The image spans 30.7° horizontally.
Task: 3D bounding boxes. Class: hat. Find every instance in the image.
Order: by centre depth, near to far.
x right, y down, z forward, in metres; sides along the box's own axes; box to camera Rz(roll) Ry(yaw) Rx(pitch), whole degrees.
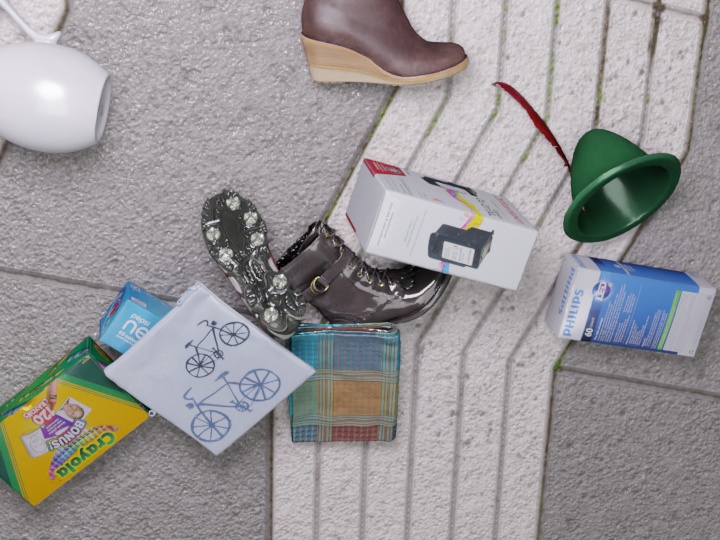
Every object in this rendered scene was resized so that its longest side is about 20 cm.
[{"bbox_3d":[0.291,-0.158,1.663,0.166,0.176,0.200,-27,152,-1],"label":"hat"}]

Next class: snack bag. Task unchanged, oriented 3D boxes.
[{"bbox_3d":[-0.189,0.124,1.610,0.200,0.021,0.189,39,113,-24],"label":"snack bag"}]

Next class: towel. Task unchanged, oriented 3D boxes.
[{"bbox_3d":[-0.022,0.149,1.695,0.147,0.022,0.200,0,127,-1],"label":"towel"}]

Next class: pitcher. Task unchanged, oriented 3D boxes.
[{"bbox_3d":[-0.381,-0.226,1.467,0.200,0.121,0.172,12,95,-3],"label":"pitcher"}]

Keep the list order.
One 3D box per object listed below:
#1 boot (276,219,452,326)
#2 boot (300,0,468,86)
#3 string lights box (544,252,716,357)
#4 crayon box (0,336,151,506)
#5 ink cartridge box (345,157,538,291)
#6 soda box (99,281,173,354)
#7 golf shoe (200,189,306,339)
[{"bbox_3d":[0.000,0.000,1.647,0.200,0.069,0.174,-39,114,9],"label":"boot"},{"bbox_3d":[0.029,-0.303,1.524,0.200,0.072,0.166,-3,115,-5],"label":"boot"},{"bbox_3d":[0.357,0.046,1.736,0.200,0.059,0.103,9,110,-14],"label":"string lights box"},{"bbox_3d":[-0.380,0.192,1.662,0.200,0.058,0.119,-38,113,6],"label":"crayon box"},{"bbox_3d":[0.097,-0.058,1.598,0.200,0.146,0.083,14,107,-16],"label":"ink cartridge box"},{"bbox_3d":[-0.227,0.099,1.649,0.200,0.064,0.068,33,103,-20],"label":"soda box"},{"bbox_3d":[-0.137,-0.002,1.591,0.077,0.088,0.200,-24,72,-14],"label":"golf shoe"}]
